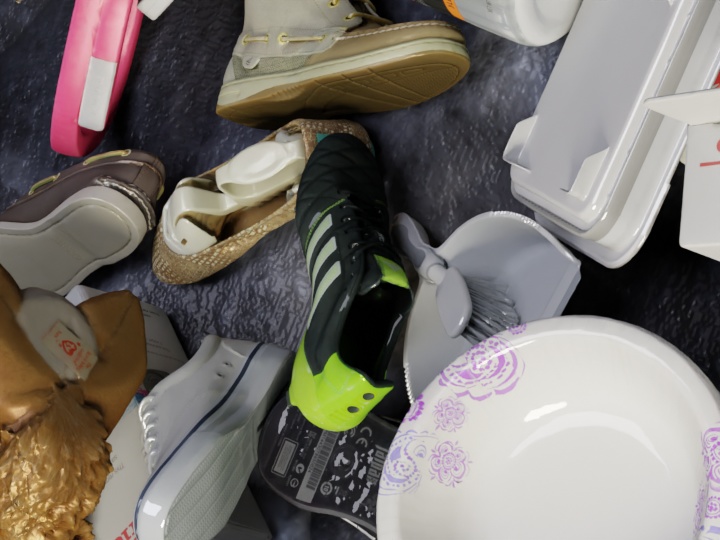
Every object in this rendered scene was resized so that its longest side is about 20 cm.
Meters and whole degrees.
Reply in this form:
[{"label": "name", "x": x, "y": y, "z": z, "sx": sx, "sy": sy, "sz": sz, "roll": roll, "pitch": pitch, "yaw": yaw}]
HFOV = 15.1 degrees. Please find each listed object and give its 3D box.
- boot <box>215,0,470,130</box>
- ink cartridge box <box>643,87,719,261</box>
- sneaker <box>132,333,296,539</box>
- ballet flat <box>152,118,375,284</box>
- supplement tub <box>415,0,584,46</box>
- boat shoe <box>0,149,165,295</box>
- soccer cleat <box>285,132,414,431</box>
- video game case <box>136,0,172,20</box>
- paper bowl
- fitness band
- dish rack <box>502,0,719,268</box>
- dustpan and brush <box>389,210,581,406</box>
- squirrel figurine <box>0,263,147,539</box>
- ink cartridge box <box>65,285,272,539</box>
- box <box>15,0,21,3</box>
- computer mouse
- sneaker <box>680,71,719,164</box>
[{"label": "boot", "x": -0.009, "y": -0.177, "z": 1.701, "sx": 0.200, "sy": 0.072, "sz": 0.155, "roll": -9, "pitch": 70, "yaw": 45}, {"label": "ink cartridge box", "x": 0.237, "y": -0.034, "z": 1.329, "sx": 0.116, "sy": 0.200, "sz": 0.067, "roll": -6, "pitch": 74, "yaw": 43}, {"label": "sneaker", "x": -0.103, "y": 0.105, "z": 1.633, "sx": 0.071, "sy": 0.200, "sz": 0.073, "roll": 11, "pitch": 119, "yaw": 15}, {"label": "ballet flat", "x": -0.080, "y": -0.050, "z": 1.733, "sx": 0.200, "sy": 0.065, "sz": 0.071, "roll": -30, "pitch": 59, "yaw": 34}, {"label": "supplement tub", "x": 0.045, "y": -0.219, "z": 1.593, "sx": 0.200, "sy": 0.122, "sz": 0.123, "roll": 26, "pitch": 96, "yaw": 29}, {"label": "boat shoe", "x": -0.201, "y": -0.032, "z": 1.845, "sx": 0.200, "sy": 0.072, "sz": 0.060, "roll": -22, "pitch": 31, "yaw": 50}, {"label": "soccer cleat", "x": 0.000, "y": 0.000, "z": 1.606, "sx": 0.081, "sy": 0.067, "sz": 0.200, "roll": -33, "pitch": 45, "yaw": 45}, {"label": "video game case", "x": -0.068, "y": -0.262, "z": 1.768, "sx": 0.200, "sy": 0.018, "sz": 0.143, "roll": -43, "pitch": 19, "yaw": 26}, {"label": "paper bowl", "x": 0.117, "y": 0.133, "z": 1.438, "sx": 0.200, "sy": 0.104, "sz": 0.201, "roll": -9, "pitch": 65, "yaw": 21}, {"label": "fitness band", "x": -0.167, "y": -0.169, "z": 1.801, "sx": 0.144, "sy": 0.037, "sz": 0.200, "roll": -80, "pitch": 6, "yaw": -64}, {"label": "dish rack", "x": 0.143, "y": -0.111, "z": 1.506, "sx": 0.200, "sy": 0.043, "sz": 0.172, "roll": -66, "pitch": 18, "yaw": 5}, {"label": "dustpan and brush", "x": 0.055, "y": 0.012, "z": 1.585, "sx": 0.140, "sy": 0.057, "sz": 0.200, "roll": -61, "pitch": 16, "yaw": 14}, {"label": "squirrel figurine", "x": -0.229, "y": 0.110, "z": 1.663, "sx": 0.187, "sy": 0.141, "sz": 0.200, "roll": -41, "pitch": 50, "yaw": 34}, {"label": "ink cartridge box", "x": -0.162, "y": 0.133, "z": 1.742, "sx": 0.148, "sy": 0.086, "sz": 0.200, "roll": -46, "pitch": 52, "yaw": 23}, {"label": "box", "x": -0.160, "y": -0.288, "z": 1.762, "sx": 0.200, "sy": 0.050, "sz": 0.199, "roll": -47, "pitch": 11, "yaw": 22}, {"label": "computer mouse", "x": 0.018, "y": 0.153, "z": 1.596, "sx": 0.200, "sy": 0.046, "sz": 0.141, "roll": 14, "pitch": 84, "yaw": 34}, {"label": "sneaker", "x": 0.231, "y": -0.138, "z": 1.458, "sx": 0.200, "sy": 0.077, "sz": 0.085, "roll": -47, "pitch": 45, "yaw": 23}]
